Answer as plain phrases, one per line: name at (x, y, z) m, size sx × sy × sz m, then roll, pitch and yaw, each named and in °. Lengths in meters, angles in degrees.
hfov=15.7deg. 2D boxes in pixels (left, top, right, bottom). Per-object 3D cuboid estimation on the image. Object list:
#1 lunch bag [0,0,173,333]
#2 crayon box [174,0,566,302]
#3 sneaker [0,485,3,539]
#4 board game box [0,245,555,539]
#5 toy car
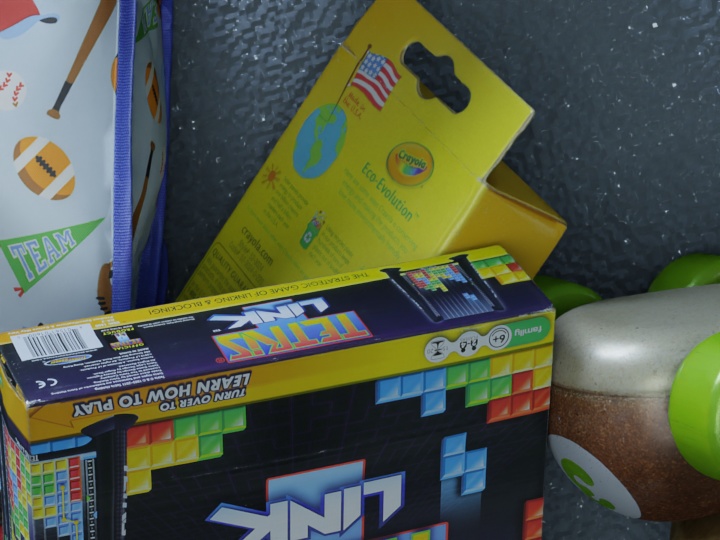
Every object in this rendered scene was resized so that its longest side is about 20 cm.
lunch bag at (-0.162, -0.039, 1.052) m, size 0.169 × 0.124 × 0.201 m, roll 2°, pitch 93°, yaw 5°
crayon box at (0.000, 0.000, 1.039) m, size 0.051 × 0.127 × 0.200 m, roll 23°, pitch 107°, yaw -38°
sneaker at (-0.143, 0.093, 1.061) m, size 0.079 × 0.096 × 0.200 m, roll 39°, pitch 138°, yaw -28°
board game box at (-0.031, 0.089, 0.962) m, size 0.199 × 0.057 × 0.166 m, roll -10°, pitch 120°, yaw -18°
toy car at (0.143, 0.106, 1.003) m, size 0.157 × 0.164 × 0.201 m, roll -8°, pitch 101°, yaw -28°
